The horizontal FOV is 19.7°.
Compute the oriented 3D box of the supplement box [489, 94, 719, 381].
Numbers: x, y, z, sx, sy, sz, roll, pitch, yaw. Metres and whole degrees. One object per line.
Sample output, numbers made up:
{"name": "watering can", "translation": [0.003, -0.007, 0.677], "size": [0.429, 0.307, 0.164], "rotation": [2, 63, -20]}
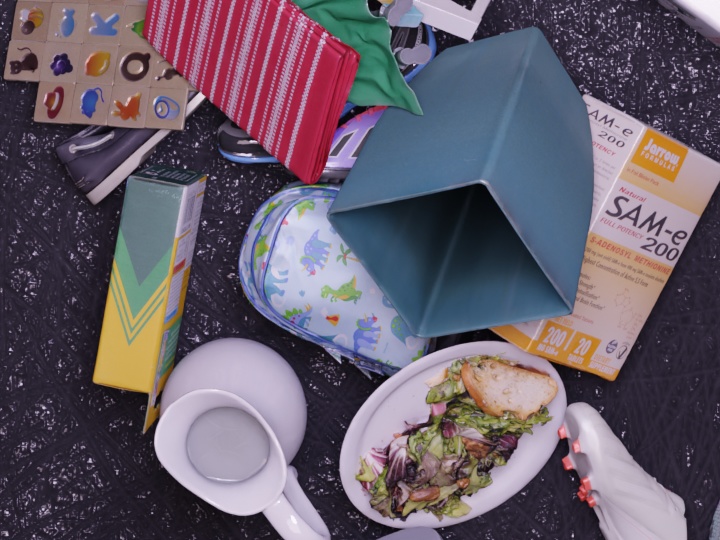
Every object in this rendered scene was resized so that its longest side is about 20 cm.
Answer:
{"name": "supplement box", "translation": [0.192, -0.024, 1.660], "size": [0.073, 0.126, 0.201], "rotation": [34, 101, 43]}

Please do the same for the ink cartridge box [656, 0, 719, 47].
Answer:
{"name": "ink cartridge box", "translation": [0.244, -0.259, 1.624], "size": [0.199, 0.146, 0.084], "rotation": [36, 97, -1]}

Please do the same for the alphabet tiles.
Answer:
{"name": "alphabet tiles", "translation": [-0.193, -0.198, 1.683], "size": [0.198, 0.006, 0.168], "rotation": [5, 81, 18]}

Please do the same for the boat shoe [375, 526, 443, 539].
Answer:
{"name": "boat shoe", "translation": [-0.012, 0.275, 1.742], "size": [0.199, 0.071, 0.070], "rotation": [-19, 124, 13]}

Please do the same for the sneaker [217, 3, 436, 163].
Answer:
{"name": "sneaker", "translation": [-0.035, -0.158, 1.676], "size": [0.199, 0.071, 0.083], "rotation": [-32, 130, 1]}

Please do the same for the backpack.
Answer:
{"name": "backpack", "translation": [0.000, 0.000, 1.681], "size": [0.199, 0.154, 0.164], "rotation": [24, 103, 10]}

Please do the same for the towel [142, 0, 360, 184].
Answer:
{"name": "towel", "translation": [-0.087, -0.172, 1.585], "size": [0.200, 0.022, 0.145], "rotation": [42, 141, 20]}

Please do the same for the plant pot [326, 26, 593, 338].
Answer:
{"name": "plant pot", "translation": [0.094, -0.078, 1.558], "size": [0.140, 0.201, 0.142], "rotation": [-10, 133, 35]}

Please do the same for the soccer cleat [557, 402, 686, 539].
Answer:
{"name": "soccer cleat", "translation": [0.225, 0.188, 1.717], "size": [0.077, 0.069, 0.201], "rotation": [-26, 109, -6]}

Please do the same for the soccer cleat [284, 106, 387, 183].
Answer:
{"name": "soccer cleat", "translation": [0.031, -0.114, 1.673], "size": [0.198, 0.068, 0.074], "rotation": [-10, 102, -16]}

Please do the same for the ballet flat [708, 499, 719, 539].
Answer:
{"name": "ballet flat", "translation": [0.335, 0.192, 1.712], "size": [0.069, 0.071, 0.202], "rotation": [16, 98, 0]}

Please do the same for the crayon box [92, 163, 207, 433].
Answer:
{"name": "crayon box", "translation": [-0.173, 0.020, 1.688], "size": [0.051, 0.126, 0.202], "rotation": [10, 97, 2]}

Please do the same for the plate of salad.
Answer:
{"name": "plate of salad", "translation": [0.080, 0.143, 1.685], "size": [0.198, 0.048, 0.201], "rotation": [-13, 131, -15]}

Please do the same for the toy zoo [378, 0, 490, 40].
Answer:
{"name": "toy zoo", "translation": [0.054, -0.257, 1.624], "size": [0.131, 0.201, 0.021], "rotation": [29, 137, -1]}

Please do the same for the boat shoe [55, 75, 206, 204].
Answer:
{"name": "boat shoe", "translation": [-0.169, -0.142, 1.696], "size": [0.200, 0.073, 0.063], "rotation": [-44, 96, 11]}

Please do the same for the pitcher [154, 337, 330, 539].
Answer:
{"name": "pitcher", "translation": [-0.087, 0.143, 1.661], "size": [0.121, 0.200, 0.172], "rotation": [-39, 99, 6]}

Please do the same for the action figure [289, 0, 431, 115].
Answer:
{"name": "action figure", "translation": [-0.032, -0.175, 1.585], "size": [0.055, 0.199, 0.119], "rotation": [-31, 112, -36]}
